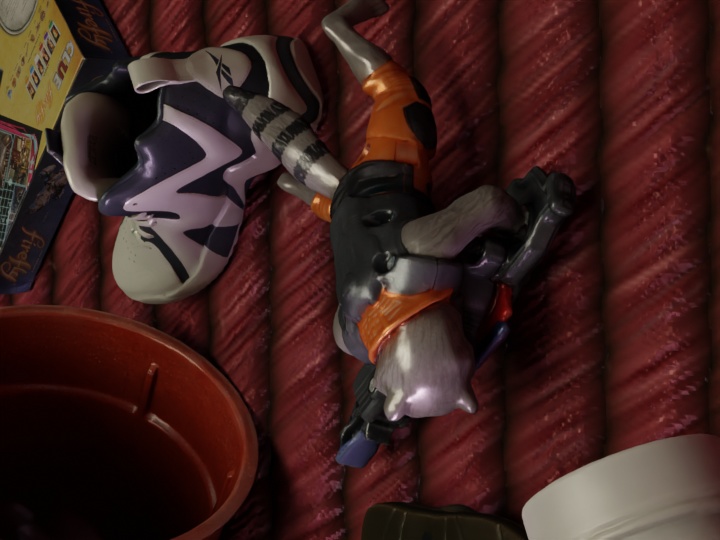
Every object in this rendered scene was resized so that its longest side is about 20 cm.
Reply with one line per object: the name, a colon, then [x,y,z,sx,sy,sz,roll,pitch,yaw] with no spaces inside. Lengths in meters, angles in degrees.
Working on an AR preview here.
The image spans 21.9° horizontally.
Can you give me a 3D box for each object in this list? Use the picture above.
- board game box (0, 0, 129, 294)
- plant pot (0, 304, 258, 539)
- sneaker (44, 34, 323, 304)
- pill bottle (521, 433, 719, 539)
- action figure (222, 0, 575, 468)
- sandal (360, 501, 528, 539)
board game box: [-0.217,-0.102,1.184,0.200,0.034,0.136,-58,47,36]
plant pot: [-0.171,0.157,1.016,0.201,0.200,0.196,50,137,40]
sneaker: [-0.119,-0.050,0.974,0.199,0.129,0.080,-42,58,46]
pill bottle: [0.128,0.166,0.664,0.112,0.112,0.201,-41,59,46]
action figure: [0.000,0.000,0.843,0.201,0.104,0.194,-59,38,33]
sandal: [0.056,0.145,0.816,0.200,0.054,0.082,180,95,-68]
